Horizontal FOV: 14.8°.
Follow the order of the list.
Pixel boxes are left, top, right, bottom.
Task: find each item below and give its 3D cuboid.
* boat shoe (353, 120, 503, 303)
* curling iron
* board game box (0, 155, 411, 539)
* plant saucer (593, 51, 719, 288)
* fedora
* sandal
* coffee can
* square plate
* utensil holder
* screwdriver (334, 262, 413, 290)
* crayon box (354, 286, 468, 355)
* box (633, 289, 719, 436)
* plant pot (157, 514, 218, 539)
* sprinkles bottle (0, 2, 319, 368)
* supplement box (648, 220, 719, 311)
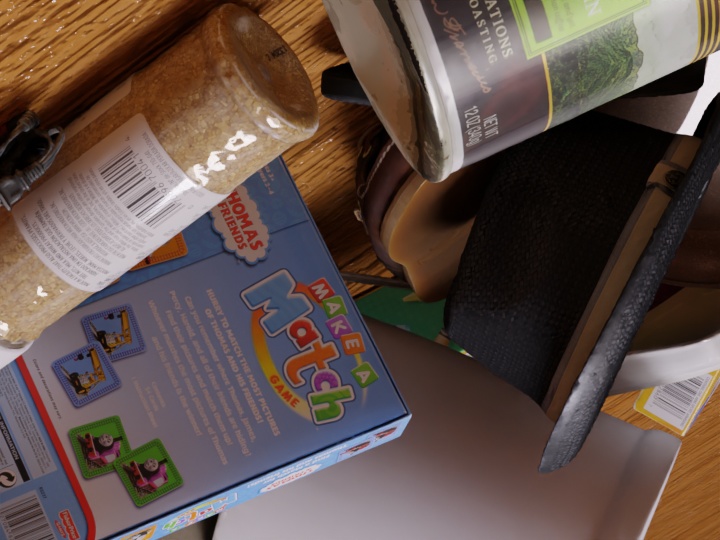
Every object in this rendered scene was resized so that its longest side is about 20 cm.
[{"bbox_3d":[0.025,-0.042,1.344,0.070,0.070,0.200,-33,166,-10],"label":"boat shoe"},{"bbox_3d":[-0.203,-0.009,1.172,0.200,0.026,0.050,-32,-161,26],"label":"curling iron"},{"bbox_3d":[-0.098,0.043,1.270,0.199,0.152,0.037,-22,162,-16],"label":"board game box"},{"bbox_3d":[0.177,-0.080,1.361,0.199,0.032,0.201,2,125,3],"label":"plant saucer"},{"bbox_3d":[0.097,-0.008,1.292,0.201,0.091,0.201,-63,173,-14],"label":"fedora"},{"bbox_3d":[0.068,-0.102,1.263,0.200,0.048,0.075,-7,-164,-30],"label":"sandal"},{"bbox_3d":[0.088,-0.139,1.045,0.199,0.147,0.146,-25,162,-7],"label":"coffee can"},{"bbox_3d":[0.182,0.026,1.483,0.198,0.029,0.200,-27,-174,-38],"label":"square plate"},{"bbox_3d":[0.042,0.127,1.424,0.170,0.199,0.171,22,90,-82],"label":"utensil holder"},{"bbox_3d":[0.000,0.000,1.420,0.199,0.029,0.028,3,-167,-32],"label":"screwdriver"},{"bbox_3d":[0.087,0.022,1.627,0.199,0.058,0.119,-26,162,-4],"label":"crayon box"},{"bbox_3d":[0.229,0.019,1.708,0.119,0.041,0.200,-64,169,20],"label":"box"},{"bbox_3d":[-0.162,0.191,1.402,0.186,0.201,0.188,-1,151,0],"label":"plant pot"},{"bbox_3d":[-0.111,-0.032,1.181,0.200,0.068,0.068,-35,161,22],"label":"sprinkles bottle"},{"bbox_3d":[0.206,-0.068,1.468,0.200,0.086,0.110,-36,178,27],"label":"supplement box"}]
